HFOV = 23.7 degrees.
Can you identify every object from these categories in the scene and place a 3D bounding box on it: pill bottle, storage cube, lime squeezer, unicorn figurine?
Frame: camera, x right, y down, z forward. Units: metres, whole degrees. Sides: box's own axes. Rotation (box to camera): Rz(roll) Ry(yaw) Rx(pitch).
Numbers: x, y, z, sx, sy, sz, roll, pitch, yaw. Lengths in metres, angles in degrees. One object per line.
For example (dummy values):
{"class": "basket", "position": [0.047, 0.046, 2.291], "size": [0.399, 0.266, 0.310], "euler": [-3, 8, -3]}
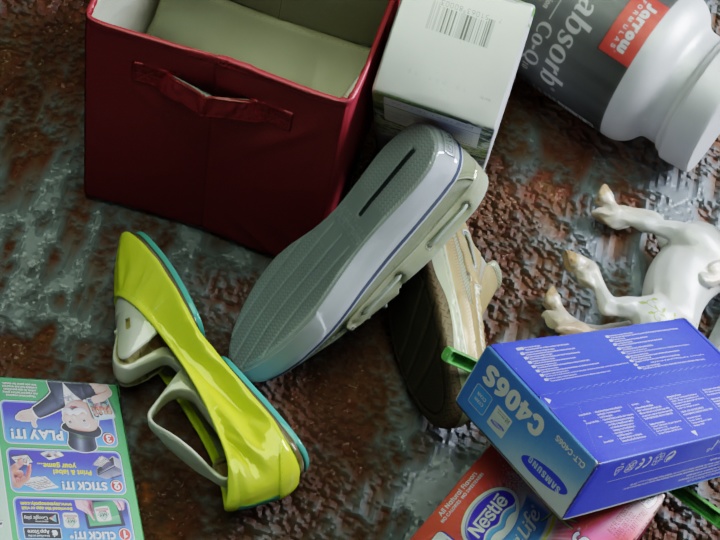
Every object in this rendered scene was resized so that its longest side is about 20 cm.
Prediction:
{"class": "pill bottle", "position": [0.172, -0.164, 1.198], "size": [0.199, 0.116, 0.116], "euler": [35, 58, 14]}
{"class": "storage cube", "position": [-0.070, -0.140, 1.103], "size": [0.169, 0.181, 0.202], "euler": [18, 55, 2]}
{"class": "lime squeezer", "position": [0.130, 0.096, 1.049], "size": [0.199, 0.038, 0.071], "euler": [32, 24, -7]}
{"class": "unicorn figurine", "position": [0.208, -0.003, 1.131], "size": [0.136, 0.074, 0.201], "euler": [26, 78, 12]}

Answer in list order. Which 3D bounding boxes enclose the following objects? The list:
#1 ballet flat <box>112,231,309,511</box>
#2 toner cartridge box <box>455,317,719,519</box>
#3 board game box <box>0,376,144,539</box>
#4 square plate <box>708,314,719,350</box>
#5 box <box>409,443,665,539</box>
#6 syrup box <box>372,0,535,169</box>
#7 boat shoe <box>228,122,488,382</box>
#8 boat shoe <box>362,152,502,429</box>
{"class": "ballet flat", "position": [-0.110, 0.062, 1.034], "size": [0.067, 0.067, 0.201], "euler": [-30, 68, -21]}
{"class": "toner cartridge box", "position": [0.153, 0.080, 0.979], "size": [0.199, 0.043, 0.095], "euler": [-4, 41, -47]}
{"class": "board game box", "position": [-0.220, 0.122, 0.954], "size": [0.198, 0.029, 0.136], "euler": [7, 54, -32]}
{"class": "square plate", "position": [0.330, 0.064, 1.130], "size": [0.198, 0.029, 0.199], "euler": [27, 56, 9]}
{"class": "box", "position": [0.072, 0.183, 0.966], "size": [0.099, 0.096, 0.200], "euler": [36, 58, 13]}
{"class": "syrup box", "position": [0.056, -0.119, 1.094], "size": [0.078, 0.200, 0.082], "euler": [18, 86, 3]}
{"class": "boat shoe", "position": [0.000, 0.000, 1.048], "size": [0.062, 0.200, 0.072], "euler": [32, 21, -36]}
{"class": "boat shoe", "position": [0.059, 0.008, 1.100], "size": [0.075, 0.072, 0.202], "euler": [4, 57, -26]}
